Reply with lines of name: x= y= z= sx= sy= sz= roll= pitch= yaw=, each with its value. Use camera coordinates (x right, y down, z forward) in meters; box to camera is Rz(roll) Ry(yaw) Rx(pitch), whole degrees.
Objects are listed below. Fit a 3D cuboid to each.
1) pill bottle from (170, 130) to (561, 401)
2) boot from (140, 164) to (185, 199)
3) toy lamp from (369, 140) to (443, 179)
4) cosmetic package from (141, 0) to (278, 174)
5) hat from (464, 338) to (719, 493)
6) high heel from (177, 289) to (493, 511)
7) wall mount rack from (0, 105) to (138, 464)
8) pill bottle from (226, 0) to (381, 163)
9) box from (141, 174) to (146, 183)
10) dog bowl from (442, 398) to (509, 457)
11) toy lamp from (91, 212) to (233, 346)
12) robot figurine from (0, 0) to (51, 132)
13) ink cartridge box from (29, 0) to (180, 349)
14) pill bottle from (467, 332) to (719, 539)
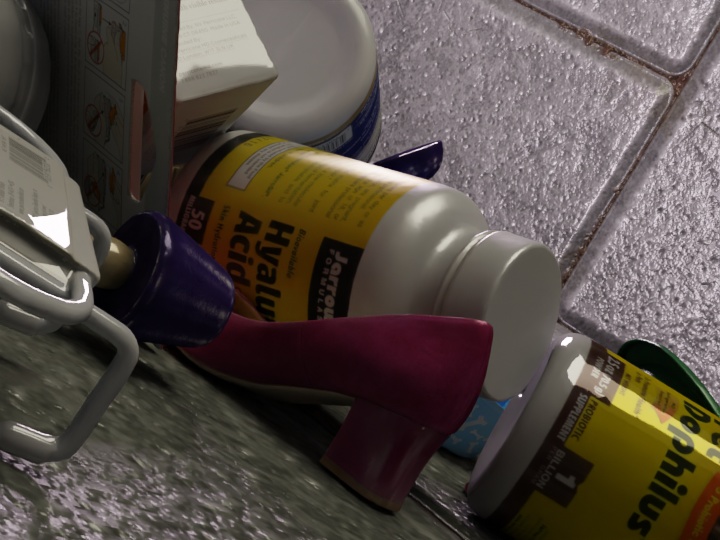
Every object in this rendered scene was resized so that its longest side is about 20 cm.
pill bottle: x=0.000 y=0.000 z=0.863 sx=0.199 sy=0.112 sz=0.111 roll=17 pitch=-3 yaw=32
boot: x=-0.130 y=-0.043 z=1.121 sx=0.166 sy=0.073 sz=0.200 roll=22 pitch=-2 yaw=36
toy lamp: x=0.063 y=0.016 z=1.091 sx=0.058 sy=0.058 sz=0.201 roll=-96 pitch=168 yaw=-84
cosmetic package: x=-0.134 y=-0.160 z=0.882 sx=0.071 sy=0.101 sz=0.201 roll=-19 pitch=78 yaw=-38
hat: x=0.135 y=0.147 z=1.026 sx=0.166 sy=0.175 sz=0.201 roll=36 pitch=-31 yaw=63
high heel: x=-0.025 y=0.024 z=0.793 sx=0.200 sy=0.096 sz=0.067 roll=36 pitch=7 yaw=41
wall mount rack: x=-0.157 y=-0.019 z=0.533 sx=0.173 sy=0.075 sz=0.200 roll=34 pitch=9 yaw=-21
pill bottle: x=-0.044 y=-0.112 z=1.097 sx=0.115 sy=0.116 sz=0.200 roll=32 pitch=-11 yaw=9
box: x=-0.219 y=-0.135 z=1.022 sx=0.199 sy=0.124 sz=0.197 roll=31 pitch=7 yaw=-17
dog bowl: x=0.025 y=0.035 z=1.007 sx=0.200 sy=0.050 sz=0.112 roll=44 pitch=17 yaw=-12
toy lamp: x=-0.139 y=-0.020 z=0.681 sx=0.199 sy=0.058 sz=0.058 roll=26 pitch=7 yaw=-36
robot figurine: x=-0.217 y=-0.100 z=0.743 sx=0.200 sy=0.112 sz=0.171 roll=22 pitch=47 yaw=-64
ink cartridge box: x=-0.123 y=-0.090 z=0.799 sx=0.043 sy=0.201 sz=0.173 roll=-18 pitch=38 yaw=-36
pill bottle: x=0.162 y=0.126 z=0.850 sx=0.199 sy=0.110 sz=0.109 roll=31 pitch=5 yaw=1
